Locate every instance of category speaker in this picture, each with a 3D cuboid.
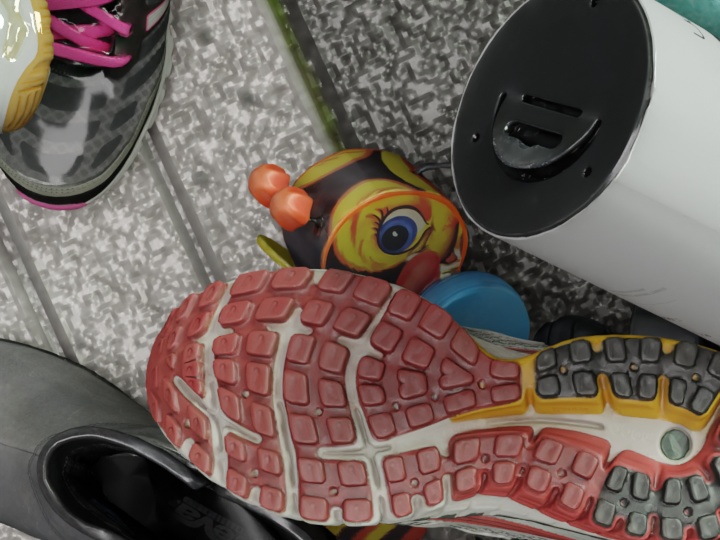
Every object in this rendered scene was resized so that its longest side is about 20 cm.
[{"bbox_3d":[0.121,-0.014,0.764,0.199,0.081,0.081,24,102,-36],"label":"speaker"}]

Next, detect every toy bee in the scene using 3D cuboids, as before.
[{"bbox_3d":[0.000,0.000,0.898,0.108,0.131,0.201,9,91,-32],"label":"toy bee"}]

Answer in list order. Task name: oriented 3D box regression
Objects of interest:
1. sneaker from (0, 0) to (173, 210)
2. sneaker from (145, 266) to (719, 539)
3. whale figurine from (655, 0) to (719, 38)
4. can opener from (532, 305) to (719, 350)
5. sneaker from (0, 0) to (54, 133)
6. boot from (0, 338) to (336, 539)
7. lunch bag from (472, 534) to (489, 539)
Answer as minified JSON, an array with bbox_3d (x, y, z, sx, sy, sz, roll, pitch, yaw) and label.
[{"bbox_3d":[-0.096,-0.118,0.913,0.073,0.087,0.201,15,98,0],"label":"sneaker"},{"bbox_3d":[0.029,0.053,0.807,0.199,0.082,0.078,12,78,4],"label":"sneaker"},{"bbox_3d":[0.096,-0.137,0.774,0.158,0.104,0.200,-25,116,20],"label":"whale figurine"},{"bbox_3d":[0.089,0.112,0.916,0.078,0.063,0.201,2,98,30],"label":"can opener"},{"bbox_3d":[-0.176,-0.131,0.895,0.201,0.087,0.076,62,146,33],"label":"sneaker"},{"bbox_3d":[-0.098,0.068,0.908,0.199,0.132,0.070,19,84,7],"label":"boot"},{"bbox_3d":[0.033,0.172,0.824,0.117,0.164,0.201,34,68,-25],"label":"lunch bag"}]
